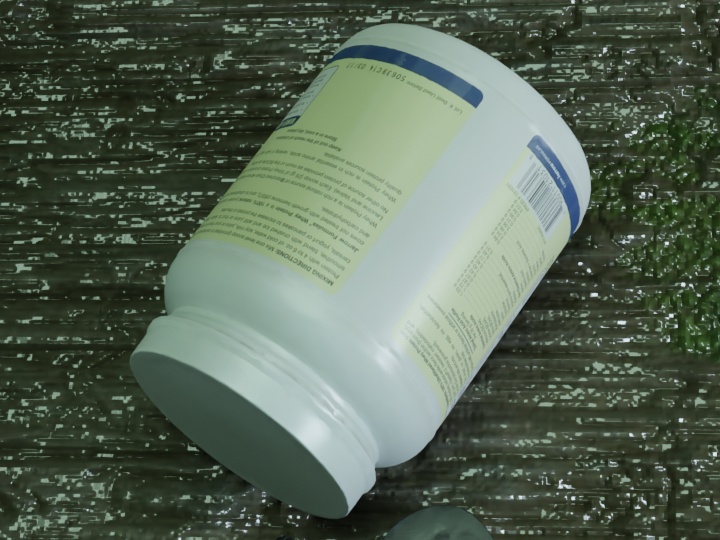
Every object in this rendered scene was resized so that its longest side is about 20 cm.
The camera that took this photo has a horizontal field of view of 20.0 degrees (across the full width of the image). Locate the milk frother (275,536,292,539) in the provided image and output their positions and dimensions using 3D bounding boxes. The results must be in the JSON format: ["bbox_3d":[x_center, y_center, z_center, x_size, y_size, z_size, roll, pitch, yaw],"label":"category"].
[{"bbox_3d":[-0.125,0.187,0.839,0.188,0.200,0.181,-3,64,6],"label":"milk frother"}]

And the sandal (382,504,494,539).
[{"bbox_3d":[0.074,0.184,0.901,0.076,0.043,0.200,-38,63,-13],"label":"sandal"}]

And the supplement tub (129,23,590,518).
[{"bbox_3d":[0.000,0.000,0.956,0.145,0.145,0.200,28,68,21],"label":"supplement tub"}]
